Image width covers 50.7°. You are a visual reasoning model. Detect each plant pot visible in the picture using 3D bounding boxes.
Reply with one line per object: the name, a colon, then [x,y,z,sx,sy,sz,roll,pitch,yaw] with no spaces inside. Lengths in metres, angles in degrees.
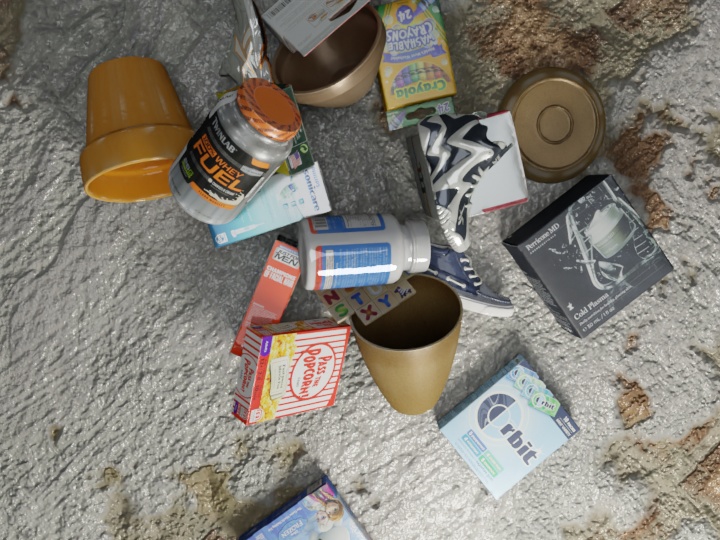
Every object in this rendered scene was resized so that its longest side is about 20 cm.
plant pot: [0.336,-0.254,1.325,0.197,0.027,0.204,0,96,-2]
plant pot: [0.083,0.140,1.278,0.183,0.188,0.202,-10,129,-2]
plant pot: [-0.039,-0.333,1.239,0.200,0.201,0.093,-37,137,2]
plant pot: [-0.355,-0.229,1.216,0.197,0.200,0.186,-13,81,-2]

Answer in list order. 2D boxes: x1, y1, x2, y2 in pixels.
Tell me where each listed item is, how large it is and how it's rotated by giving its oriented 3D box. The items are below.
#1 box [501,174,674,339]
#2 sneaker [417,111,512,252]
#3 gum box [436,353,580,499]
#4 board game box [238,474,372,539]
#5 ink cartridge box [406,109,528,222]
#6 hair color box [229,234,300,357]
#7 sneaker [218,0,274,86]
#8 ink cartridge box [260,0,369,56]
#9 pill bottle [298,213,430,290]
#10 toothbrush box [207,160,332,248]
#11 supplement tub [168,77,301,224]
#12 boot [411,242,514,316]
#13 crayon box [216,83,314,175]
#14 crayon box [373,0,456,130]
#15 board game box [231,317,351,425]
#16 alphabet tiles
box: [0.386,-0.027,1.307,0.199,0.124,0.198,-37,95,1]
sneaker: [0.165,-0.136,1.100,0.128,0.079,0.202,-14,89,9]
gum box: [0.266,0.281,1.371,0.199,0.045,0.170,-40,97,2]
board game box: [-0.086,0.512,1.377,0.199,0.043,0.200,-35,98,1]
ink cartridge box: [0.168,-0.169,1.239,0.143,0.200,0.147,-15,99,0]
hair color box: [-0.153,0.046,1.288,0.063,0.111,0.202,21,95,-6]
sneaker: [-0.198,-0.364,1.260,0.091,0.076,0.203,-12,96,3]
ink cartridge box: [-0.044,-0.427,1.217,0.199,0.174,0.044,-40,140,1]
pill bottle: [0.005,-0.031,1.192,0.197,0.112,0.114,-3,97,-11]
toothbrush box: [-0.150,-0.110,1.253,0.197,0.146,0.087,-17,97,0]
supplement tub: [-0.177,-0.168,1.077,0.122,0.123,0.200,43,125,-7]
boot: [0.182,0.014,1.321,0.197,0.073,0.092,15,101,-4]
crayon box: [-0.154,-0.229,1.204,0.050,0.199,0.129,-28,117,-24]
crayon box: [0.088,-0.352,1.287,0.124,0.052,0.203,-13,97,-2]
board game box: [-0.113,0.162,1.264,0.198,0.046,0.154,-4,111,-47]
alphabet tiles: [0.000,0.000,1.263,0.165,0.200,0.006,-31,140,-9]
